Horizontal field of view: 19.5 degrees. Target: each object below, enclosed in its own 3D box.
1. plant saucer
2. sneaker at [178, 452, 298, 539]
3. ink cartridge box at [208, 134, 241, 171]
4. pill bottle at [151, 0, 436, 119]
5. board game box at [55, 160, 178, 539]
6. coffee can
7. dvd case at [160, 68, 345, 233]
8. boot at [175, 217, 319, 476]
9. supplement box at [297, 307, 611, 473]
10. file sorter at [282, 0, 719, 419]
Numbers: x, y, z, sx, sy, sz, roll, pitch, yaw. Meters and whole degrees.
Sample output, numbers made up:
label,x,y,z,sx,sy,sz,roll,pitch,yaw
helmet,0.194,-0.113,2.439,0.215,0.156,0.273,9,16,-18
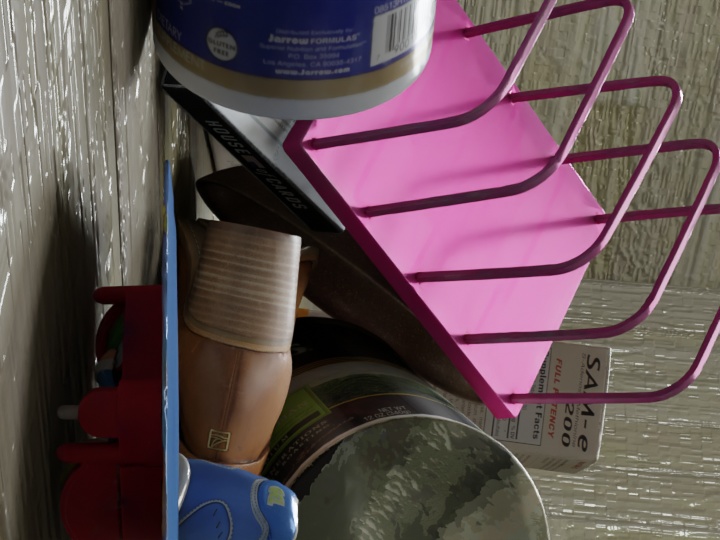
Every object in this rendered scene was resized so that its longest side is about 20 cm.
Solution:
label,x,y,z,sx,sy,sz,roll,pitch,yaw
plant saucer,0.000,0.000,1.134,0.037,0.200,0.200,-53,174,-8
sneaker,-0.069,0.157,0.888,0.076,0.076,0.201,-87,-177,-45
ink cartridge box,0.001,-0.080,1.207,0.200,0.175,0.045,94,3,-79
pill bottle,-0.023,-0.172,0.818,0.120,0.119,0.201,-85,179,-53
board game box,-0.083,0.052,0.724,0.200,0.039,0.159,115,-26,-80
coffee can,-0.004,0.118,1.074,0.200,0.145,0.148,-143,-124,-70
dvd case,-0.021,-0.140,1.005,0.150,0.025,0.201,43,60,-53
boot,-0.071,0.056,1.011,0.200,0.073,0.156,163,-61,-89
supplement box,0.050,0.076,1.315,0.126,0.198,0.074,96,2,-81
file sorter,0.089,-0.046,1.015,0.200,0.125,0.139,51,52,-31
